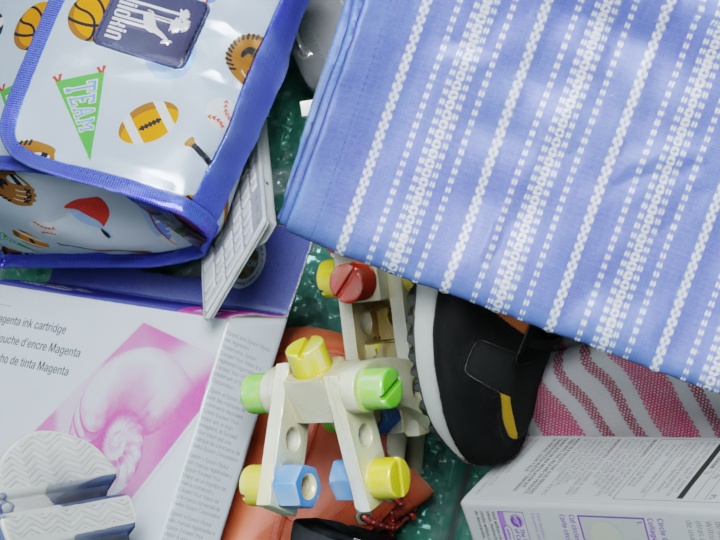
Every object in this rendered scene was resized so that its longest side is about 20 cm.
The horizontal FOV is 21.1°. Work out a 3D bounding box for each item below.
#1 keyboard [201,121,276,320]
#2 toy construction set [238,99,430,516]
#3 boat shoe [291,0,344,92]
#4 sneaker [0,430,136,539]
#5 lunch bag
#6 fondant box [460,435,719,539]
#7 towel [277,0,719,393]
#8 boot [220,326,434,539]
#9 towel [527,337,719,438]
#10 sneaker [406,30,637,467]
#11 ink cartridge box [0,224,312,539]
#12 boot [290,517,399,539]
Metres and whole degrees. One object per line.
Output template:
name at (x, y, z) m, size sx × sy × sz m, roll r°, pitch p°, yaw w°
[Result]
keyboard at (-0.062, -0.046, 0.921) m, size 0.011 × 0.200 × 0.056 m, roll 30°, pitch 111°, yaw -19°
toy construction set at (0.000, 0.000, 0.840) m, size 0.092 × 0.131 × 0.201 m, roll 12°, pitch 103°, yaw 32°
boat shoe at (-0.050, -0.180, 1.009) m, size 0.068 × 0.072 × 0.200 m, roll -34°, pitch 77°, yaw 5°
sneaker at (-0.132, 0.181, 0.821) m, size 0.115 × 0.080 × 0.200 m, roll -39°, pitch 61°, yaw 45°
lunch bag at (-0.116, -0.095, 0.924) m, size 0.199 × 0.124 × 0.171 m, roll 4°, pitch 65°, yaw 43°
fondant box at (0.153, 0.143, 0.779) m, size 0.199 × 0.058 × 0.145 m, roll -2°, pitch 114°, yaw 40°
towel at (0.080, -0.049, 0.727) m, size 0.199 × 0.024 × 0.145 m, roll 20°, pitch 99°, yaw 4°
boot at (-0.022, 0.124, 0.907) m, size 0.107 × 0.075 × 0.201 m, roll 6°, pitch 78°, yaw 10°
towel at (0.153, 0.080, 0.801) m, size 0.200 × 0.030 × 0.147 m, roll -18°, pitch 106°, yaw 44°
sneaker at (0.073, -0.011, 0.776) m, size 0.090 × 0.070 × 0.201 m, roll 7°, pitch 106°, yaw 25°
ink cartridge box at (-0.126, 0.061, 0.929) m, size 0.196 × 0.043 × 0.201 m, roll 5°, pitch 76°, yaw 46°
boot at (-0.046, 0.203, 0.843) m, size 0.164 × 0.066 × 0.201 m, roll 17°, pitch 101°, yaw -11°
